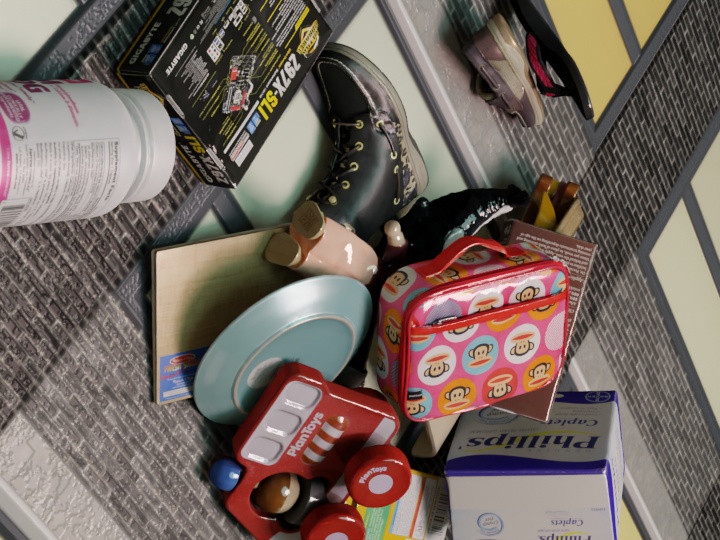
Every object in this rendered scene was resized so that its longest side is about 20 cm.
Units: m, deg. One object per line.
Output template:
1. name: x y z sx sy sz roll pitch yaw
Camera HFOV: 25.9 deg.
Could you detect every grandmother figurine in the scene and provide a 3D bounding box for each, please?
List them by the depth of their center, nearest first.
1. grandmother figurine: 0.000 0.000 1.546 0.121 0.061 0.200 -41 137 13

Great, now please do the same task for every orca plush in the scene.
1. orca plush: 0.084 -0.047 1.654 0.071 0.198 0.106 62 10 -50

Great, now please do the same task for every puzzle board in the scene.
1. puzzle board: -0.116 0.036 1.502 0.199 0.017 0.152 -12 113 -38

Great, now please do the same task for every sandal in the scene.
1. sandal: 0.205 -0.239 1.765 0.045 0.201 0.075 -28 151 -2

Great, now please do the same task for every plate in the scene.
1. plate: -0.068 0.085 1.506 0.199 0.026 0.201 -26 147 -18

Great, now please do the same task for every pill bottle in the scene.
1. pill bottle: -0.252 -0.096 1.256 0.199 0.113 0.115 -10 105 -50

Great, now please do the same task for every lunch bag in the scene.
1. lunch bag: 0.113 0.047 1.566 0.198 0.082 0.178 -13 122 -25

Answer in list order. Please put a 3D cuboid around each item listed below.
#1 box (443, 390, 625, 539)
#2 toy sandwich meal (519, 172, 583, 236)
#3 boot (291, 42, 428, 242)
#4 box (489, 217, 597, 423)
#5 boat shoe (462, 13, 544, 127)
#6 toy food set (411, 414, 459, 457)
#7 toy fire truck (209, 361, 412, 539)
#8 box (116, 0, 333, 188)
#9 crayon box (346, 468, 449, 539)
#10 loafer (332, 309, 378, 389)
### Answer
1. box: 0.201 0.225 1.775 0.200 0.182 0.106 -63 148 -65
2. toy sandwich meal: 0.194 -0.020 1.827 0.206 0.070 0.205 -57 173 -11
3. boot: -0.017 -0.109 1.577 0.154 0.073 0.204 -51 132 -27
4. box: 0.179 0.054 1.697 0.075 0.099 0.202 171 -64 -86
5. boat shoe: 0.161 -0.218 1.776 0.200 0.064 0.072 51 16 -63
6. toy food set: 0.080 0.093 1.726 0.144 0.060 0.201 -55 147 -32
7. toy fire truck: -0.057 0.188 1.546 0.167 0.113 0.201 24 117 -28
8. box: -0.120 -0.204 1.447 0.201 0.049 0.160 -61 140 -23
9. crayon box: 0.021 0.274 1.720 0.199 0.051 0.127 23 79 -51
10. loafer: -0.018 0.086 1.622 0.072 0.063 0.202 10 90 -53
